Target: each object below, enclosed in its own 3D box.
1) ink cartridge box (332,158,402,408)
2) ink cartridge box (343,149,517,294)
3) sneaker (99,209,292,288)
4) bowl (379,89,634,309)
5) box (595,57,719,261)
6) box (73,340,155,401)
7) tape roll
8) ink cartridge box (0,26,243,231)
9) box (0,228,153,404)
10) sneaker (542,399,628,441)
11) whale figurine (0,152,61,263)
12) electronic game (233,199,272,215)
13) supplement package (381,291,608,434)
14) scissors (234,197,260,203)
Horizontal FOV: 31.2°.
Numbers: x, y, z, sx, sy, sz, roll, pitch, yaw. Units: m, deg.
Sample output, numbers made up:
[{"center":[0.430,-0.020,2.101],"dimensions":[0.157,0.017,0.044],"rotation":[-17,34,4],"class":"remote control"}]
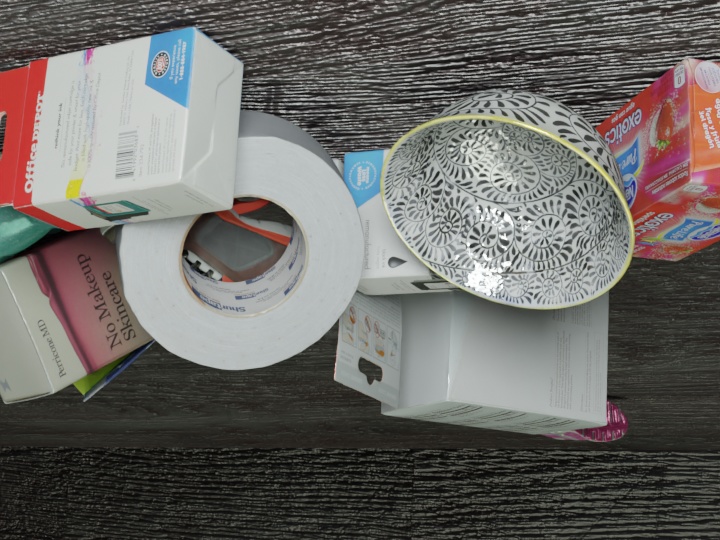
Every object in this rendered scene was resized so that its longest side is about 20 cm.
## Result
[{"center":[-0.009,0.017,1.199],"dimensions":[0.047,0.203,0.160],"rotation":[-5,164,22],"class":"ink cartridge box"},{"center":[0.086,-0.046,1.112],"dimensions":[0.197,0.118,0.068],"rotation":[-4,166,20],"class":"ink cartridge box"},{"center":[-0.129,-0.009,1.109],"dimensions":[0.198,0.083,0.077],"rotation":[11,154,-34],"class":"sneaker"},{"center":[0.122,-0.072,0.991],"dimensions":[0.198,0.095,0.202],"rotation":[17,142,13],"class":"bowl"},{"center":[0.247,-0.078,0.998],"dimensions":[0.098,0.097,0.200],"rotation":[5,165,-15],"class":"box"},{"center":[-0.282,0.075,1.509],"dimensions":[0.048,0.122,0.200],"rotation":[48,-177,-10],"class":"box"},{"center":[-0.098,-0.023,1.045],"dimensions":[0.197,0.203,0.066],"rotation":[7,-158,-18],"class":"tape roll"},{"center":[-0.188,-0.099,0.959],"dimensions":[0.197,0.118,0.067],"rotation":[-5,163,29],"class":"ink cartridge box"},{"center":[-0.271,0.027,1.265],"dimensions":[0.108,0.130,0.199],"rotation":[-13,-167,47],"class":"box"},{"center":[0.388,0.269,2.356],"dimensions":[0.197,0.083,0.088],"rotation":[8,168,13],"class":"sneaker"},{"center":[-0.323,-0.050,1.156],"dimensions":[0.197,0.105,0.159],"rotation":[8,170,32],"class":"whale figurine"},{"center":[-0.170,-0.083,1.168],"dimensions":[0.196,0.042,0.200],"rotation":[3,165,1],"class":"electronic game"},{"center":[0.142,0.064,1.367],"dimensions":[0.197,0.195,0.147],"rotation":[11,164,-26],"class":"supplement package"},{"center":[-0.134,-0.054,1.143],"dimensions":[0.072,0.014,0.200],"rotation":[6,156,-29],"class":"scissors"}]
